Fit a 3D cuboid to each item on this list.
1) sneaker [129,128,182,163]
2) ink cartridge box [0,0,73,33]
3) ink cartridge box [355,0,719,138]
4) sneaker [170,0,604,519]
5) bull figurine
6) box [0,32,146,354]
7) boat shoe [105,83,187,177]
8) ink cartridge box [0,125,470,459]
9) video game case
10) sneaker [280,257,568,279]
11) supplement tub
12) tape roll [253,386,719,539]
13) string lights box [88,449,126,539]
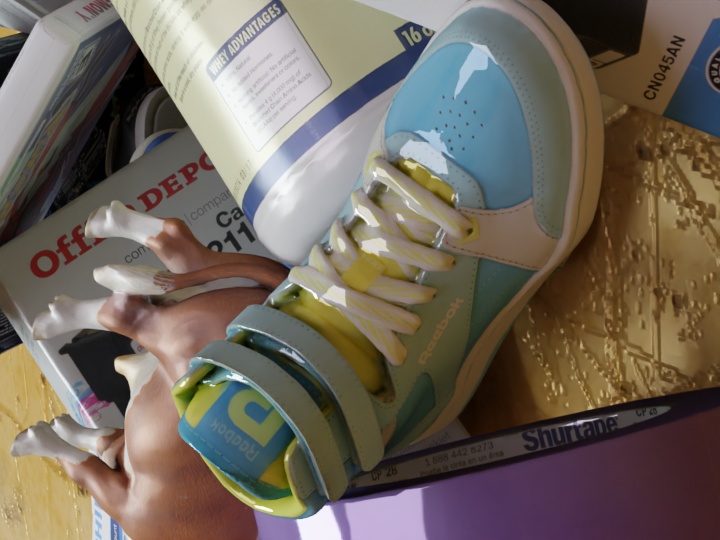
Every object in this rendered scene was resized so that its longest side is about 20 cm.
[{"bbox_3d":[-0.056,0.015,1.072,0.111,0.076,0.202,-18,89,65],"label":"sneaker"},{"bbox_3d":[-0.185,-0.212,1.143,0.200,0.083,0.147,21,80,55],"label":"ink cartridge box"},{"bbox_3d":[0.079,-0.142,0.674,0.085,0.199,0.145,-73,3,-46],"label":"ink cartridge box"},{"bbox_3d":[0.004,0.008,0.678,0.079,0.130,0.201,37,133,20],"label":"sneaker"},{"bbox_3d":[-0.078,0.069,0.848,0.121,0.065,0.201,23,120,9],"label":"bull figurine"},{"bbox_3d":[-0.184,-0.051,1.157,0.046,0.200,0.160,3,106,25],"label":"box"},{"bbox_3d":[-0.105,-0.004,1.161,0.060,0.075,0.202,-2,87,58],"label":"boat shoe"},{"bbox_3d":[-0.064,0.043,0.967,0.201,0.145,0.083,55,169,4],"label":"ink cartridge box"},{"bbox_3d":[-0.160,-0.042,0.957,0.023,0.182,0.201,31,107,-1],"label":"video game case"},{"bbox_3d":[0.000,0.000,0.914,0.076,0.199,0.105,54,-170,-41],"label":"sneaker"},{"bbox_3d":[-0.022,-0.118,0.812,0.201,0.144,0.145,57,145,11],"label":"supplement tub"},{"bbox_3d":[0.064,0.107,0.787,0.200,0.199,0.086,-17,86,59],"label":"tape roll"},{"bbox_3d":[-0.092,0.148,1.199,0.200,0.059,0.104,24,120,54],"label":"string lights box"}]
